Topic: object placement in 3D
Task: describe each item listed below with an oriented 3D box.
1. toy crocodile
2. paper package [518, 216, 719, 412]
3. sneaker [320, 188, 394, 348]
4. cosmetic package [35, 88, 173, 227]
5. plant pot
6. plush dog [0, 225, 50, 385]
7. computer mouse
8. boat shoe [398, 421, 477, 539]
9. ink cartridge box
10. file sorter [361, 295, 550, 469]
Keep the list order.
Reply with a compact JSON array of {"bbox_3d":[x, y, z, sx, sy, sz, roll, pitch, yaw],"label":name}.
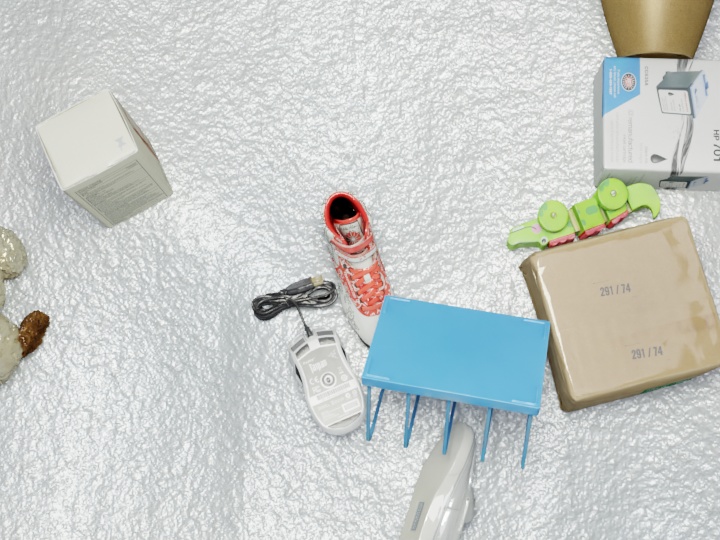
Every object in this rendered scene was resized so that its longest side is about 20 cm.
[{"bbox_3d":[0.274,-0.063,1.416,0.197,0.068,0.063,-20,80,-2],"label":"toy crocodile"},{"bbox_3d":[0.313,0.053,1.375,0.196,0.104,0.194,-15,80,-2],"label":"paper package"},{"bbox_3d":[-0.001,0.000,1.393,0.066,0.108,0.205,-18,79,-2],"label":"sneaker"},{"bbox_3d":[-0.304,-0.130,1.381,0.102,0.200,0.088,-27,80,-4],"label":"cosmetic package"},{"bbox_3d":[0.369,-0.362,1.423,0.182,0.186,0.204,2,88,2],"label":"plant pot"},{"bbox_3d":[-0.478,0.064,1.391,0.198,0.160,0.174,-30,103,-4],"label":"plush dog"},{"bbox_3d":[-0.054,0.109,1.409,0.108,0.044,0.203,-20,74,-7],"label":"computer mouse"},{"bbox_3d":[0.103,0.284,1.360,0.068,0.072,0.203,28,68,-21],"label":"boat shoe"},{"bbox_3d":[0.393,-0.182,1.426,0.196,0.086,0.149,1,79,4],"label":"ink cartridge box"},{"bbox_3d":[0.109,0.134,1.326,0.196,0.124,0.140,9,40,8],"label":"file sorter"}]
